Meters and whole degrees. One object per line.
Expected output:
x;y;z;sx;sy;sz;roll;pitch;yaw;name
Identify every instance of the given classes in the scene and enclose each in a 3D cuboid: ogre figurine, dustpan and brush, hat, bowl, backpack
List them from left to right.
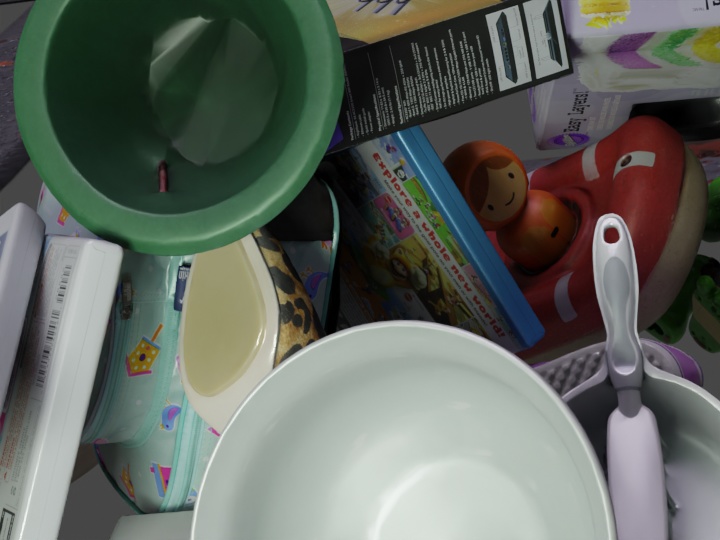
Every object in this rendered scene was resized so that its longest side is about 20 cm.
-0.094;0.035;1.394;0.153;0.200;0.176;-9;18;-23;backpack
-0.070;-0.086;1.330;0.166;0.200;0.176;-38;-20;8;hat
0.033;0.125;1.151;0.201;0.201;0.090;-1;-6;25;bowl
0.124;0.075;1.197;0.140;0.200;0.057;-6;-23;8;dustpan and brush
0.223;-0.006;1.537;0.120;0.098;0.200;-38;13;-20;ogre figurine

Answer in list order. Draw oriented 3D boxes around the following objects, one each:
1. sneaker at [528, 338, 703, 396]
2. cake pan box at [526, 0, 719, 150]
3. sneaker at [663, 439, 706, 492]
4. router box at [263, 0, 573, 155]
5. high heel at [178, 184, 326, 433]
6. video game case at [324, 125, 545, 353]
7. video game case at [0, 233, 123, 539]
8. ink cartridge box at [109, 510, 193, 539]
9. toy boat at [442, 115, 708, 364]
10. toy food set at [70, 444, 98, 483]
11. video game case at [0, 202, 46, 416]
0.089;0.081;1.415;0.200;0.073;0.114;-10;-1;19;sneaker
0.191;-0.123;1.466;0.184;0.052;0.200;-2;-16;-2;cake pan box
0.097;0.133;1.262;0.200;0.070;0.082;-14;-5;-3;sneaker
-0.005;-0.119;1.411;0.157;0.052;0.200;-20;19;-24;router box
-0.017;0.057;1.308;0.071;0.200;0.143;-21;-15;38;high heel
0.000;0.000;1.456;0.018;0.143;0.200;-38;11;-37;video game case
-0.172;0.080;1.302;0.024;0.200;0.182;14;-3;-21;video game case
-0.127;0.178;1.254;0.176;0.045;0.200;-6;19;9;ink cartridge box
0.098;-0.027;1.494;0.200;0.131;0.131;-25;40;41;toy boat
-0.227;0.072;1.461;0.060;0.144;0.200;3;23;33;toy food set
-0.232;0.070;1.243;0.182;0.023;0.200;-36;25;20;video game case
